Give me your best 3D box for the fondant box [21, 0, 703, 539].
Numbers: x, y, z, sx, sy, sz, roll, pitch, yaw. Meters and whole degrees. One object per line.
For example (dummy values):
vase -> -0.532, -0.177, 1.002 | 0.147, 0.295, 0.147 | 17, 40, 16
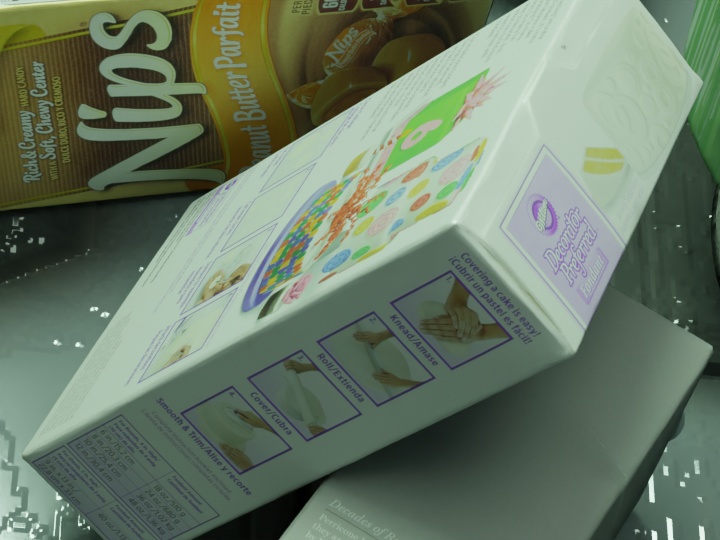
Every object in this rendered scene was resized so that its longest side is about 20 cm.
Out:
fondant box -> 0.000, 0.000, 0.875 | 0.058, 0.200, 0.144 | 47, 41, -15

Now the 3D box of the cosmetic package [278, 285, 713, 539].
cosmetic package -> 0.025, 0.095, 0.885 | 0.090, 0.107, 0.200 | 29, 52, 9

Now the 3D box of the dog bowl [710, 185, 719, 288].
dog bowl -> 0.237, -0.018, 1.034 | 0.200, 0.074, 0.201 | 7, 54, -9

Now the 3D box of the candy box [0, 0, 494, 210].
candy box -> -0.060, -0.081, 0.982 | 0.199, 0.116, 0.055 | -7, 57, -18

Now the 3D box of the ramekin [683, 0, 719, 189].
ramekin -> 0.209, -0.077, 0.963 | 0.199, 0.098, 0.200 | 6, 55, -9
